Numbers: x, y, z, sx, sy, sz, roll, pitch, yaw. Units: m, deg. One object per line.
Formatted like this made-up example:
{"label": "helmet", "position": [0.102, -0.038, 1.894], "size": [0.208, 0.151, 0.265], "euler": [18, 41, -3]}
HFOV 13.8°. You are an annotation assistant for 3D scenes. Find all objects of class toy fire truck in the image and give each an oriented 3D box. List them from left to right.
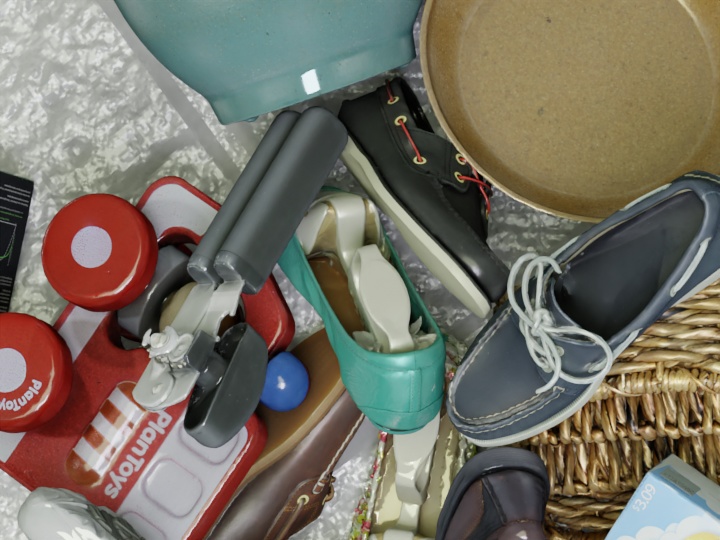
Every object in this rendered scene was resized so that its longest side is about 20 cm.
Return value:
{"label": "toy fire truck", "position": [-0.118, 0.059, 1.678], "size": [0.168, 0.112, 0.200], "euler": [35, 87, 18]}

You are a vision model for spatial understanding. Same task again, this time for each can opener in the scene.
{"label": "can opener", "position": [-0.063, 0.001, 1.627], "size": [0.052, 0.066, 0.201], "euler": [-4, 55, 52]}

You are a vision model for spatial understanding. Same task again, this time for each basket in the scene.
{"label": "basket", "position": [0.174, 0.079, 1.614], "size": [0.199, 0.143, 0.150], "euler": [-2, 85, 12]}

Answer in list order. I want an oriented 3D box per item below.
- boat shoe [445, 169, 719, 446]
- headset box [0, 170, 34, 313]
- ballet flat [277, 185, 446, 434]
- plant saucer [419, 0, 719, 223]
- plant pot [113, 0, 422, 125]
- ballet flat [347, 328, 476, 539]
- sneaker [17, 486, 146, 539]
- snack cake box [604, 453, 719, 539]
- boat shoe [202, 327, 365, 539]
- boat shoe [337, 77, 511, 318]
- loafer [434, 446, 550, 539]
{"label": "boat shoe", "position": [0.115, 0.021, 1.531], "size": [0.200, 0.062, 0.075], "euler": [-35, 71, 21]}
{"label": "headset box", "position": [-0.303, 0.025, 1.742], "size": [0.173, 0.093, 0.201], "euler": [12, 89, 13]}
{"label": "ballet flat", "position": [0.000, 0.000, 1.654], "size": [0.067, 0.071, 0.201], "euler": [-9, 46, -21]}
{"label": "plant saucer", "position": [0.129, -0.114, 1.665], "size": [0.199, 0.035, 0.202], "euler": [2, 70, -7]}
{"label": "plant pot", "position": [-0.044, -0.161, 1.661], "size": [0.199, 0.200, 0.135], "euler": [-17, 96, 10]}
{"label": "ballet flat", "position": [0.027, 0.132, 1.681], "size": [0.075, 0.064, 0.202], "euler": [5, 87, 11]}
{"label": "sneaker", "position": [-0.131, 0.207, 1.601], "size": [0.099, 0.078, 0.200], "euler": [-37, 108, 1]}
{"label": "snack cake box", "position": [0.153, 0.213, 1.573], "size": [0.115, 0.067, 0.201], "euler": [34, 105, 12]}
{"label": "boat shoe", "position": [-0.052, 0.120, 1.702], "size": [0.070, 0.070, 0.200], "euler": [38, 100, -28]}
{"label": "boat shoe", "position": [0.039, -0.045, 1.643], "size": [0.063, 0.074, 0.202], "euler": [-34, 36, 0]}
{"label": "loafer", "position": [0.064, 0.185, 1.613], "size": [0.071, 0.201, 0.063], "euler": [0, 42, -13]}
